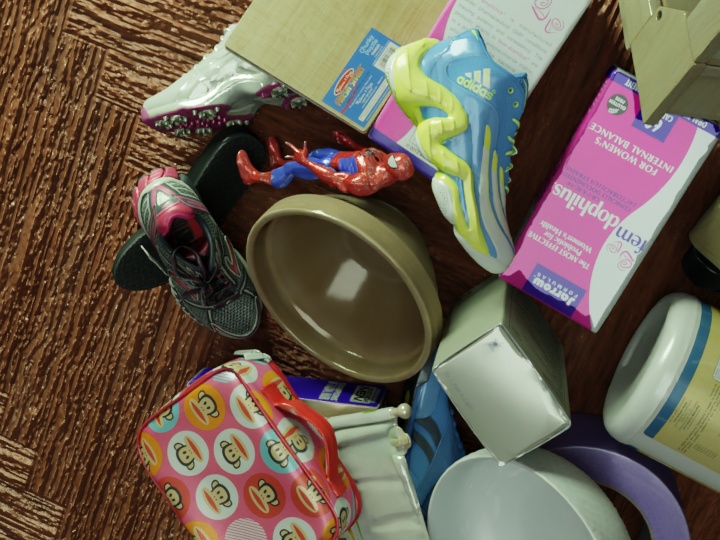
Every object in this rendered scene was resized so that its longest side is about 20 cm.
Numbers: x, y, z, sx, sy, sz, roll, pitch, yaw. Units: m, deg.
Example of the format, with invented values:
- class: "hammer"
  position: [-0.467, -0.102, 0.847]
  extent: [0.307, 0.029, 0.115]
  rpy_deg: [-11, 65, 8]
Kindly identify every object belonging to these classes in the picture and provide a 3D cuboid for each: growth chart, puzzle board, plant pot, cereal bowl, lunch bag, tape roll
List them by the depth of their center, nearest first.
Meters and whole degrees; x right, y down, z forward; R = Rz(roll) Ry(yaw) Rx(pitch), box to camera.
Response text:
- class: "cereal bowl"
  position: [0.157, 0.241, 0.854]
  extent: [0.199, 0.083, 0.202]
  rpy_deg: [19, 118, 41]
- class: "puzzle board"
  position: [-0.005, -0.239, 0.873]
  extent: [0.150, 0.017, 0.201]
  rpy_deg: [32, 82, 7]
- class: "plant pot"
  position: [0.000, 0.000, 0.910]
  extent: [0.200, 0.093, 0.202]
  rpy_deg: [25, 141, 22]
- class: "lunch bag"
  position: [-0.097, 0.182, 0.918]
  extent: [0.176, 0.082, 0.201]
  rpy_deg: [-36, 84, 24]
- class: "growth chart"
  position: [0.016, 0.223, 0.919]
  extent: [0.144, 0.018, 0.202]
  rpy_deg: [-10, 96, 47]
- class: "tape roll"
  position: [0.212, 0.248, 0.951]
  extent: [0.198, 0.085, 0.202]
  rpy_deg: [2, 103, 11]

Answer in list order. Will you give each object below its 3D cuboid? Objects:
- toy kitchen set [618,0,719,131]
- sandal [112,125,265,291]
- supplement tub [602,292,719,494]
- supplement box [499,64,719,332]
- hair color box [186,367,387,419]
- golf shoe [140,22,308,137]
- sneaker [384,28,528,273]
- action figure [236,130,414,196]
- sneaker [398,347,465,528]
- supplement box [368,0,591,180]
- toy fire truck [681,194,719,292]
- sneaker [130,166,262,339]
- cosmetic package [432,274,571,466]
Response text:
- class: "toy kitchen set"
  position: [0.311, -0.231, 0.740]
  extent: [0.162, 0.181, 0.202]
  rpy_deg: [5, 64, -12]
- class: "sandal"
  position: [-0.171, -0.061, 0.971]
  extent: [0.201, 0.075, 0.048]
  rpy_deg: [-48, 47, 6]
- class: "supplement tub"
  position: [0.332, 0.124, 0.866]
  extent: [0.199, 0.145, 0.146]
  rpy_deg: [27, 107, 4]
- class: "supplement box"
  position: [0.214, -0.065, 0.861]
  extent: [0.101, 0.103, 0.201]
  rpy_deg: [29, 108, 4]
- class: "hair color box"
  position: [-0.075, 0.168, 1.001]
  extent: [0.198, 0.065, 0.110]
  rpy_deg: [4, 103, 9]
- class: "golf shoe"
  position: [-0.119, -0.187, 0.931]
  extent: [0.198, 0.075, 0.092]
  rpy_deg: [-14, 79, 15]
- class: "sneaker"
  position: [0.101, -0.102, 0.791]
  extent: [0.104, 0.076, 0.201]
  rpy_deg: [-25, 97, 15]
- class: "action figure"
  position: [-0.029, -0.096, 0.874]
  extent: [0.199, 0.065, 0.052]
  rpy_deg: [12, 118, 43]
- class: "sneaker"
  position: [0.076, 0.169, 0.974]
  extent: [0.078, 0.066, 0.202]
  rpy_deg: [5, 105, -2]
- class: "supplement box"
  position: [0.106, -0.180, 0.862]
  extent: [0.101, 0.103, 0.201]
  rpy_deg: [34, 109, 2]
- class: "toy fire truck"
  position: [0.406, -0.030, 0.836]
  extent: [0.176, 0.199, 0.129]
  rpy_deg: [45, 140, 19]
- class: "sneaker"
  position: [-0.152, -0.001, 0.935]
  extent: [0.080, 0.075, 0.201]
  rpy_deg: [-34, 129, -5]
- class: "cosmetic package"
  position: [0.127, 0.076, 0.866]
  extent: [0.073, 0.200, 0.104]
  rpy_deg: [-34, 94, 16]
